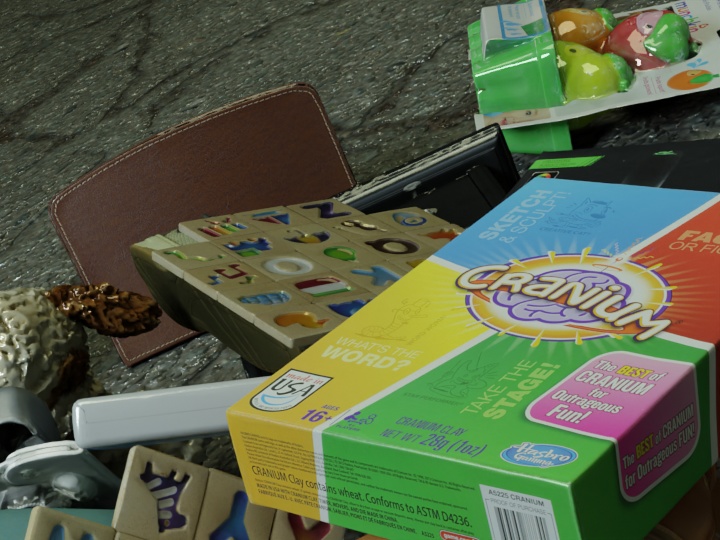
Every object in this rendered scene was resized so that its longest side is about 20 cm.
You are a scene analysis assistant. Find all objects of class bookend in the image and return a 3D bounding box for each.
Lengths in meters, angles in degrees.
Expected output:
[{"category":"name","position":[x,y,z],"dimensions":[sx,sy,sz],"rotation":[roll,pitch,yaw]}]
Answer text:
[{"category":"bookend","position":[0.028,0.023,1.056],"dimensions":[0.197,0.093,0.200],"rotation":[-24,25,0]}]

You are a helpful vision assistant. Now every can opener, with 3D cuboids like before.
[{"category":"can opener","position":[-0.120,0.116,0.877],"dimensions":[0.053,0.200,0.067],"rotation":[-20,57,10]}]

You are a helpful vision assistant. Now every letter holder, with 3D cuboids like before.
[{"category":"letter holder","position":[-0.107,-0.050,1.268],"dimensions":[0.199,0.143,0.101],"rotation":[-25,24,-1]}]

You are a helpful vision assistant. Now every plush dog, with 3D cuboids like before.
[{"category":"plush dog","position":[-0.190,0.081,0.991],"dimensions":[0.160,0.173,0.200],"rotation":[32,51,22]}]

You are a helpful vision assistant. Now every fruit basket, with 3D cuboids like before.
[{"category":"fruit basket","position":[0.174,-0.156,1.290],"dimensions":[0.198,0.094,0.186],"rotation":[-16,25,10]}]

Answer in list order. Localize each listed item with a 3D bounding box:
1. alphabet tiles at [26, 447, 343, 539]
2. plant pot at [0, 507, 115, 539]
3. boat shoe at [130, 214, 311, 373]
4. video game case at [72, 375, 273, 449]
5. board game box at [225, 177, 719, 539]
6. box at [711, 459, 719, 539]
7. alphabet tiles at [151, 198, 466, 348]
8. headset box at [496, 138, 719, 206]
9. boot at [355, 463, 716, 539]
[{"category":"alphabet tiles","position":[-0.066,0.178,0.693],"dimensions":[0.006,0.165,0.202],"rotation":[-17,56,56]},{"category":"plant pot","position":[-0.131,0.187,0.766],"dimensions":[0.186,0.202,0.200],"rotation":[-16,21,-19]},{"category":"boat shoe","position":[-0.064,0.001,0.985],"dimensions":[0.066,0.072,0.200],"rotation":[-39,23,-16]},{"category":"video game case","position":[-0.025,0.057,0.806],"dimensions":[0.198,0.022,0.182],"rotation":[-6,-4,-7]},{"category":"board game box","position":[0.072,0.030,0.660],"dimensions":[0.152,0.041,0.200],"rotation":[7,31,40]},{"category":"box","position":[0.130,0.123,0.741],"dimensions":[0.151,0.107,0.200],"rotation":[-28,25,-8]},{"category":"alphabet tiles","position":[0.000,0.000,0.903],"dimensions":[0.165,0.006,0.199],"rotation":[-10,24,-33]},{"category":"headset box","position":[0.144,0.013,0.971],"dimensions":[0.173,0.093,0.200],"rotation":[-2,32,40]},{"category":"boot","position":[0.033,0.096,0.665],"dimensions":[0.198,0.077,0.156],"rotation":[-14,26,28]}]
